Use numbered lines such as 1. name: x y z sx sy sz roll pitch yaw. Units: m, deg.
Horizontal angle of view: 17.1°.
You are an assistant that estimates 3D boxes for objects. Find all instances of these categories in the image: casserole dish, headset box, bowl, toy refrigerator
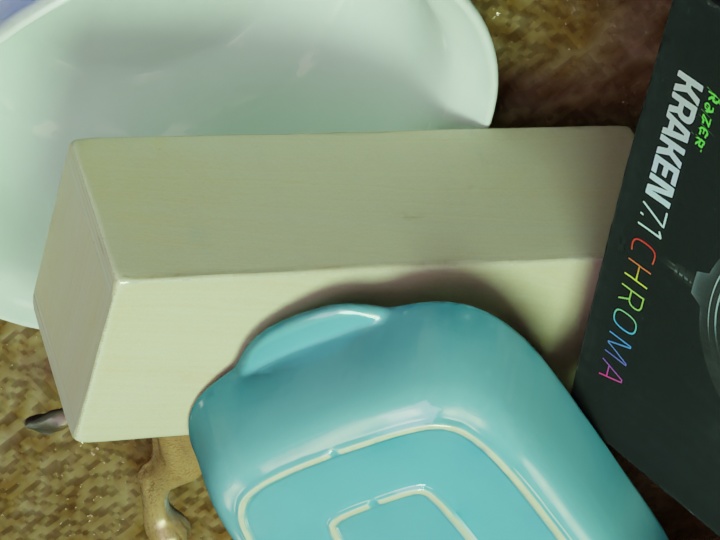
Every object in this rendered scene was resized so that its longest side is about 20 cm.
1. casserole dish: 0.027 0.090 0.773 0.121 0.039 0.200 -21 130 19
2. headset box: 0.174 0.022 0.697 0.200 0.093 0.175 40 139 30
3. bowl: -0.061 -0.071 0.793 0.200 0.091 0.201 -12 147 -8
4. toy refrigerator: 0.000 0.000 0.785 0.199 0.070 0.076 -4 138 -23

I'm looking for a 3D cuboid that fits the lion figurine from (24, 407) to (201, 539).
1. lion figurine: -0.018 0.066 0.846 0.199 0.073 0.123 21 146 -5
